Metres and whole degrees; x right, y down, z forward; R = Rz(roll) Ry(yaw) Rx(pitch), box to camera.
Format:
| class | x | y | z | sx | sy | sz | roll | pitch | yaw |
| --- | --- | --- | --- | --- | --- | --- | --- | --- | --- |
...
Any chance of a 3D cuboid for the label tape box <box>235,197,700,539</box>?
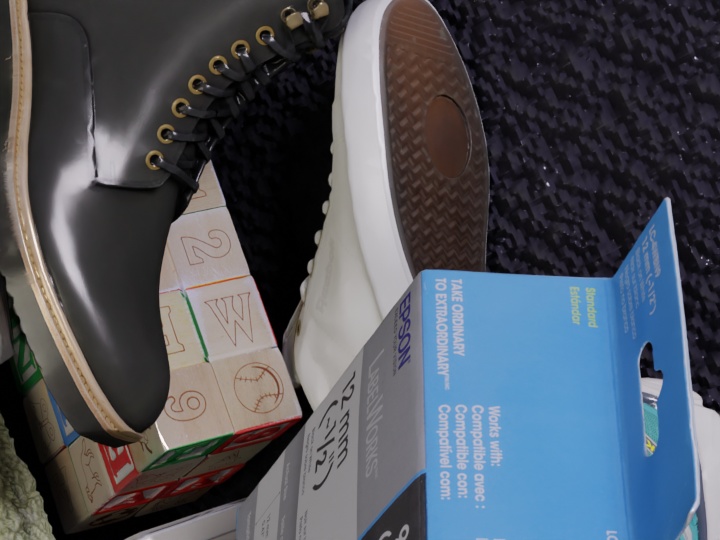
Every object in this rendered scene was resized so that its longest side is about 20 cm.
| class | x | y | z | sx | sy | sz | roll | pitch | yaw |
| --- | --- | --- | --- | --- | --- | --- | --- | --- | --- |
| label tape box | 0.028 | 0.078 | 0.866 | 0.200 | 0.066 | 0.143 | -56 | 22 | 37 |

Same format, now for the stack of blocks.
| class | x | y | z | sx | sy | sz | roll | pitch | yaw |
| --- | --- | --- | --- | --- | --- | --- | --- | --- | --- |
| stack of blocks | -0.100 | -0.013 | 1.042 | 0.115 | 0.059 | 0.200 | -40 | 66 | 59 |

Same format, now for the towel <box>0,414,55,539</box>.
| class | x | y | z | sx | sy | sz | roll | pitch | yaw |
| --- | --- | --- | --- | --- | --- | --- | --- | --- | --- |
| towel | -0.191 | 0.082 | 1.070 | 0.148 | 0.036 | 0.200 | -40 | 66 | 33 |

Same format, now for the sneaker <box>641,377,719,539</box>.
| class | x | y | z | sx | sy | sz | roll | pitch | yaw |
| --- | --- | --- | --- | --- | --- | --- | --- | --- | --- |
| sneaker | 0.094 | 0.138 | 0.936 | 0.077 | 0.080 | 0.200 | -12 | 93 | 38 |

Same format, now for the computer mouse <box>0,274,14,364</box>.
| class | x | y | z | sx | sy | sz | roll | pitch | yaw |
| --- | --- | --- | --- | --- | --- | --- | --- | --- | --- |
| computer mouse | -0.152 | -0.015 | 0.959 | 0.200 | 0.044 | 0.110 | 98 | 162 | -69 |

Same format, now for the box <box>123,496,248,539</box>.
| class | x | y | z | sx | sy | sz | roll | pitch | yaw |
| --- | --- | --- | --- | --- | --- | --- | --- | --- | --- |
| box | -0.040 | 0.193 | 1.042 | 0.078 | 0.095 | 0.200 | -29 | 80 | 39 |

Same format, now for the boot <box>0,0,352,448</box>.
| class | x | y | z | sx | sy | sz | roll | pitch | yaw |
| --- | --- | --- | --- | --- | --- | --- | --- | --- | --- |
| boot | -0.056 | -0.051 | 0.934 | 0.138 | 0.077 | 0.200 | -15 | 78 | 10 |

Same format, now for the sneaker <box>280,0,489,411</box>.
| class | x | y | z | sx | sy | sz | roll | pitch | yaw |
| --- | --- | --- | --- | --- | --- | --- | --- | --- | --- |
| sneaker | 0.000 | 0.000 | 0.984 | 0.085 | 0.073 | 0.200 | 0 | 101 | 35 |
